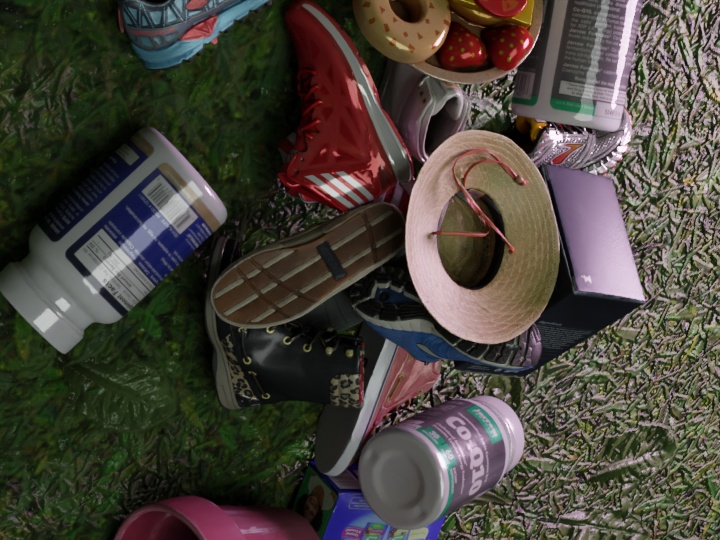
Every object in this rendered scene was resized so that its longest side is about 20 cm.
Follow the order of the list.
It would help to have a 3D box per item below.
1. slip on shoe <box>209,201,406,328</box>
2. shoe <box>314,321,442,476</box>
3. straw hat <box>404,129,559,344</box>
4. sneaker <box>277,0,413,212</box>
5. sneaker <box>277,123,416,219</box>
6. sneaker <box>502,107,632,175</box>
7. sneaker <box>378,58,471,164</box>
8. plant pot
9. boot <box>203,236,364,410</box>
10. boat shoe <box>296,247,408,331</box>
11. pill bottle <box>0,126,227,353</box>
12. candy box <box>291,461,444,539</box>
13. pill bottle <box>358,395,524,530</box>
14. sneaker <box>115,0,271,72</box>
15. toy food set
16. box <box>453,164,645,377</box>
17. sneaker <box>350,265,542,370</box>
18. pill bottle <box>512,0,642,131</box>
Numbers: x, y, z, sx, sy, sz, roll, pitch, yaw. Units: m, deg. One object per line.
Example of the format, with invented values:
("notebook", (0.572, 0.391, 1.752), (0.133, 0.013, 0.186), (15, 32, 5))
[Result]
("slip on shoe", (-0.049, -0.006, 1.415), (0.199, 0.061, 0.076), (-30, 93, -7))
("shoe", (0.025, 0.139, 1.629), (0.091, 0.071, 0.201), (16, 102, -34))
("straw hat", (0.096, -0.029, 1.432), (0.200, 0.085, 0.203), (3, 84, -34))
("sneaker", (-0.043, -0.147, 1.395), (0.115, 0.078, 0.201), (-32, 92, -12))
("sneaker", (-0.002, -0.070, 1.478), (0.112, 0.071, 0.201), (-37, 102, -9))
("sneaker", (0.208, -0.135, 1.599), (0.199, 0.078, 0.083), (-25, 124, -19))
("sneaker", (0.076, -0.204, 1.454), (0.073, 0.115, 0.201), (0, 112, -30))
("plant pot", (-0.139, 0.328, 1.562), (0.178, 0.199, 0.201), (-7, 119, -47))
("boot", (-0.073, 0.056, 1.477), (0.152, 0.074, 0.205), (3, 126, 7))
("boat shoe", (0.000, -0.001, 1.554), (0.201, 0.065, 0.075), (-33, 141, -7))
("pill bottle", (-0.228, -0.025, 1.354), (0.200, 0.116, 0.116), (-43, 129, -6))
("candy box", (-0.008, 0.325, 1.703), (0.168, 0.077, 0.201), (9, 108, -36))
("pill bottle", (0.095, 0.206, 1.647), (0.200, 0.113, 0.114), (-16, 126, -55))
("sneaker", (-0.129, -0.266, 1.315), (0.200, 0.079, 0.096), (-41, 127, -8))
("toy food set", (0.087, -0.273, 1.409), (0.199, 0.049, 0.199), (15, 70, -17))
("box", (0.181, 0.005, 1.553), (0.104, 0.149, 0.200), (8, 150, -36))
("sneaker", (0.090, 0.055, 1.503), (0.079, 0.199, 0.089), (-65, 161, -19))
("pill bottle", (0.223, -0.248, 1.502), (0.112, 0.113, 0.202), (4, 100, -34))
